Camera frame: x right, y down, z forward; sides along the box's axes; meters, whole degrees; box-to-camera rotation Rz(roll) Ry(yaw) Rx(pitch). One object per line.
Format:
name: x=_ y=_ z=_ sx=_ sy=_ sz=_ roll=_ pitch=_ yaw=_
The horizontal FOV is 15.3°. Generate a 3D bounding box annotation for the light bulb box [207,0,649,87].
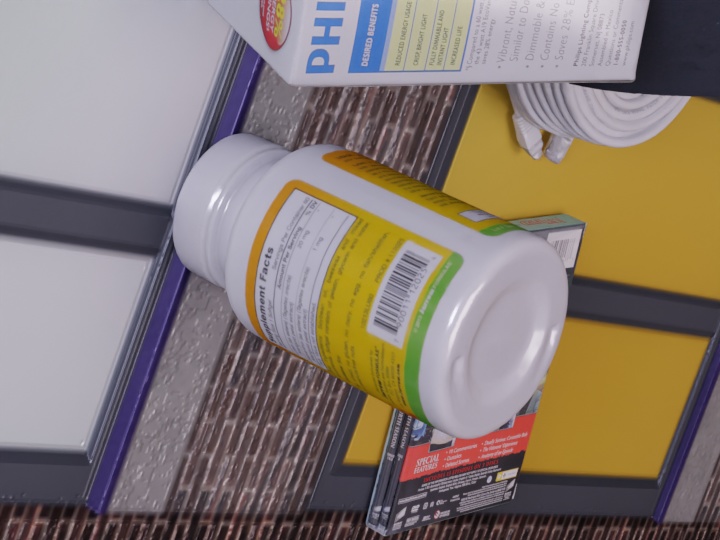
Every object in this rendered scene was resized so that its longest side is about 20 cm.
light bulb box: x=0.044 y=-0.204 z=1.339 sx=0.199 sy=0.125 sz=0.199 roll=-3 pitch=116 yaw=-25

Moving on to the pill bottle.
pill bottle: x=0.000 y=0.000 z=1.401 sx=0.111 sy=0.199 sz=0.112 roll=-32 pitch=135 yaw=-39

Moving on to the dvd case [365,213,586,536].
dvd case: x=0.075 y=0.065 z=1.712 sx=0.146 sy=0.022 sz=0.201 roll=-9 pitch=119 yaw=-52

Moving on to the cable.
cable: x=0.158 y=-0.174 z=1.628 sx=0.200 sy=0.069 sz=0.200 roll=-53 pitch=145 yaw=-17

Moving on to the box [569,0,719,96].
box: x=0.176 y=-0.215 z=1.467 sx=0.148 sy=0.104 sz=0.201 roll=123 pitch=-32 yaw=-66
